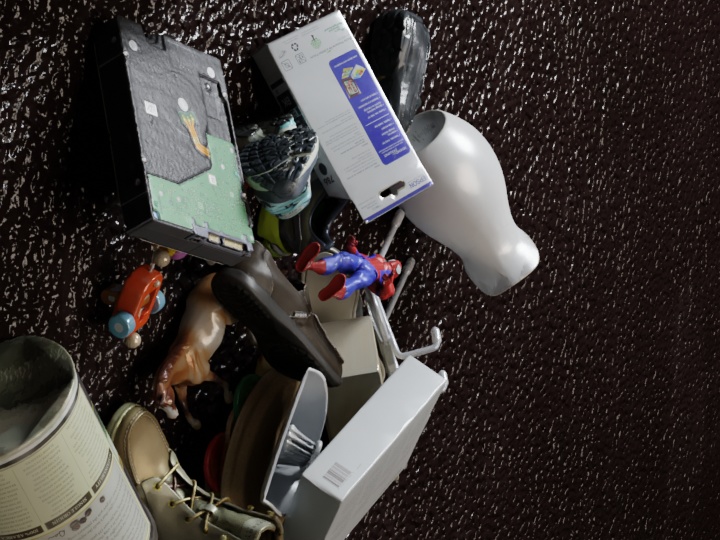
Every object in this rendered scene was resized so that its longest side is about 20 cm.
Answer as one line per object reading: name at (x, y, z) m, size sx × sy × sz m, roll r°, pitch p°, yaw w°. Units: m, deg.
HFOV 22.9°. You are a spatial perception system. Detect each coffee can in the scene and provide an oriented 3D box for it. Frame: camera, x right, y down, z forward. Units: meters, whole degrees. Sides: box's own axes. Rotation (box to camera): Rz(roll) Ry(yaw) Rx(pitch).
coffee can at (-0.268, 0.175, 1.465) m, size 0.147 × 0.146 × 0.201 m, roll -53°, pitch 139°, yaw -35°

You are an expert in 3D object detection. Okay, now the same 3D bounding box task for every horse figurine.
horse figurine at (-0.143, 0.065, 1.719) m, size 0.201 × 0.050 × 0.133 m, roll -64°, pitch 151°, yaw -19°

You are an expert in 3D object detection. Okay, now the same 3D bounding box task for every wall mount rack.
wall mount rack at (0.044, 0.042, 1.955) m, size 0.200 × 0.074 × 0.174 m, roll 77°, pitch -5°, yaw -62°

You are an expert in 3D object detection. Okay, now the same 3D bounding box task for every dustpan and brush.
dustpan and brush at (-0.058, 0.185, 1.753) m, size 0.200 × 0.057 × 0.140 m, roll 118°, pitch -8°, yaw -73°

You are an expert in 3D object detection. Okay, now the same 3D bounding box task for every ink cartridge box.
ink cartridge box at (-0.017, -0.148, 1.754) m, size 0.099 × 0.039 × 0.201 m, roll -29°, pitch 92°, yaw -33°

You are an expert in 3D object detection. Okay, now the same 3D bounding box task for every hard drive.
hard drive at (-0.162, -0.111, 1.550) m, size 0.139 × 0.038 × 0.201 m, roll 17°, pitch 53°, yaw -52°

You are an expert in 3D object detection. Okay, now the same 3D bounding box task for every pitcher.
pitcher at (0.103, -0.088, 2.002) m, size 0.121 × 0.172 × 0.200 m, roll -38°, pitch 120°, yaw -2°

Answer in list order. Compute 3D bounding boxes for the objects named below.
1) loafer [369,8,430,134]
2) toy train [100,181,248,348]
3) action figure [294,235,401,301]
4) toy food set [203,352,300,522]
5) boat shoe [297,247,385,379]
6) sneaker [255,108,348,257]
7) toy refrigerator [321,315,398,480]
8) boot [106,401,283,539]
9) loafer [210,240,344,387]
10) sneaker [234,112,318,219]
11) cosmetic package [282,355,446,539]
loafer at (0.037, -0.179, 1.906) m, size 0.070 × 0.068 × 0.202 m, roll 21°, pitch 78°, yaw -48°
toy train at (-0.177, -0.026, 1.640) m, size 0.200 × 0.055 × 0.151 m, roll -46°, pitch 162°, yaw -54°
action figure at (0.000, 0.000, 1.786) m, size 0.052 × 0.065 × 0.200 m, roll -48°, pitch 165°, yaw 12°
toy food set at (-0.100, 0.182, 1.801) m, size 0.198 × 0.048 × 0.201 m, roll -46°, pitch 145°, yaw -51°
boat shoe at (-0.027, 0.046, 1.899) m, size 0.067 × 0.057 × 0.201 m, roll -24°, pitch 126°, yaw -5°
sneaker at (-0.041, -0.106, 1.795) m, size 0.074 × 0.081 × 0.201 m, roll 9°, pitch 92°, yaw -58°
toy refrigerator at (-0.007, 0.143, 1.883) m, size 0.200 × 0.070 × 0.076 m, roll 80°, pitch 1°, yaw -50°
boot at (-0.152, 0.217, 1.650) m, size 0.072 × 0.154 × 0.201 m, roll -45°, pitch 135°, yaw -40°
loafer at (-0.066, 0.043, 1.713) m, size 0.200 × 0.073 × 0.072 m, roll 54°, pitch 53°, yaw -45°
sneaker at (-0.069, -0.088, 1.666) m, size 0.200 × 0.077 × 0.087 m, roll -109°, pitch -179°, yaw -72°
cosmetic package at (-0.003, 0.196, 1.748) m, size 0.200 × 0.052 × 0.151 m, roll -45°, pitch 162°, yaw -42°
